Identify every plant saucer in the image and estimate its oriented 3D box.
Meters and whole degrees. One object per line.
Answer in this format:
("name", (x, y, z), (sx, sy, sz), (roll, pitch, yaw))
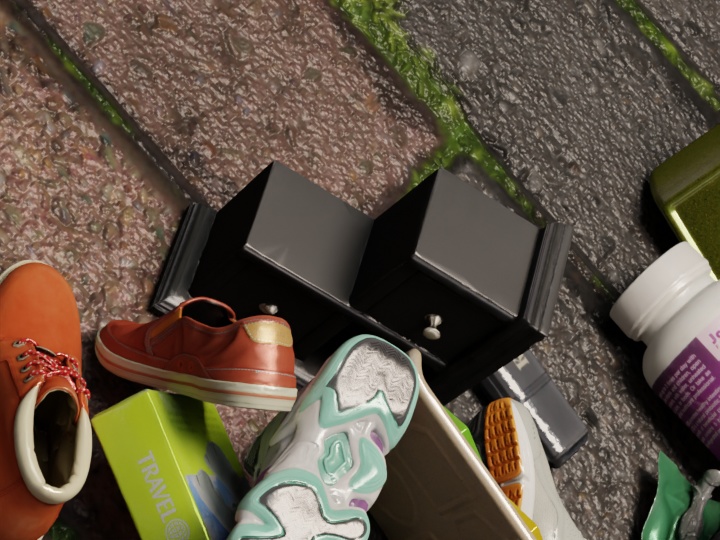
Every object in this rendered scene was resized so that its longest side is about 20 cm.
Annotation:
("plant saucer", (0.324, -0.028, 1.703), (0.048, 0.200, 0.200), (-25, 81, -45))

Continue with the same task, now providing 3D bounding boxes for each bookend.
("bookend", (0.000, 0.000, 1.468), (0.198, 0.200, 0.092), (31, 52, -18))

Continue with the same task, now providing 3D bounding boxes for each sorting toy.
("sorting toy", (0.058, 0.155, 1.435), (0.036, 0.185, 0.201), (-29, 85, -25))

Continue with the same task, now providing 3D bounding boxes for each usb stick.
("usb stick", (0.094, 0.055, 1.613), (0.055, 0.033, 0.200), (-34, 87, -40))

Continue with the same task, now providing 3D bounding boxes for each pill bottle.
("pill bottle", (0.284, 0.077, 1.671), (0.200, 0.112, 0.112), (47, 48, 13))

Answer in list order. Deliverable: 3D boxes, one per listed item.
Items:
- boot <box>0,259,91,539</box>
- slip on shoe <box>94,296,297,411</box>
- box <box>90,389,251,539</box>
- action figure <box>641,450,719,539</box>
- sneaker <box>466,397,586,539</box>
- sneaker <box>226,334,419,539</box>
("boot", (-0.194, 0.070, 1.360), (0.075, 0.107, 0.201), (15, 56, -24))
("slip on shoe", (-0.101, 0.047, 1.383), (0.074, 0.200, 0.062), (8, 90, -33))
("box", (-0.092, 0.175, 1.374), (0.201, 0.047, 0.122), (66, 11, 12))
("action figure", (0.235, 0.241, 1.602), (0.118, 0.055, 0.201), (37, 55, -17))
("sneaker", (0.124, 0.189, 1.546), (0.092, 0.076, 0.201), (5, 71, -41))
("sneaker", (-0.041, 0.143, 1.348), (0.078, 0.140, 0.200), (36, 59, -7))
